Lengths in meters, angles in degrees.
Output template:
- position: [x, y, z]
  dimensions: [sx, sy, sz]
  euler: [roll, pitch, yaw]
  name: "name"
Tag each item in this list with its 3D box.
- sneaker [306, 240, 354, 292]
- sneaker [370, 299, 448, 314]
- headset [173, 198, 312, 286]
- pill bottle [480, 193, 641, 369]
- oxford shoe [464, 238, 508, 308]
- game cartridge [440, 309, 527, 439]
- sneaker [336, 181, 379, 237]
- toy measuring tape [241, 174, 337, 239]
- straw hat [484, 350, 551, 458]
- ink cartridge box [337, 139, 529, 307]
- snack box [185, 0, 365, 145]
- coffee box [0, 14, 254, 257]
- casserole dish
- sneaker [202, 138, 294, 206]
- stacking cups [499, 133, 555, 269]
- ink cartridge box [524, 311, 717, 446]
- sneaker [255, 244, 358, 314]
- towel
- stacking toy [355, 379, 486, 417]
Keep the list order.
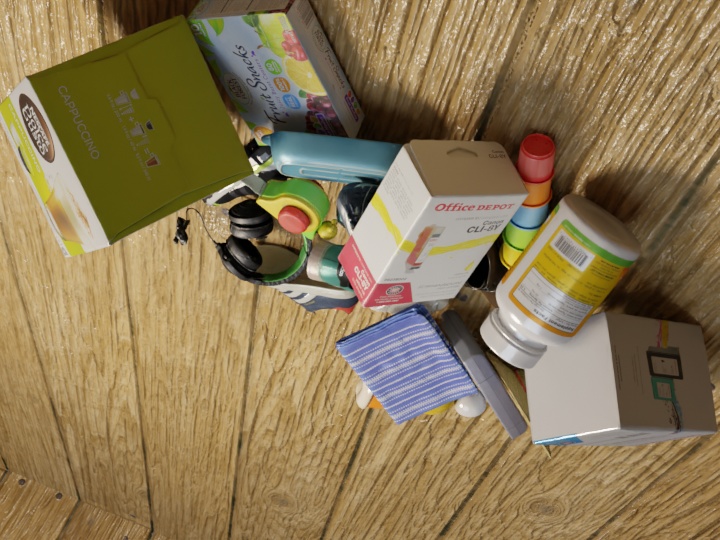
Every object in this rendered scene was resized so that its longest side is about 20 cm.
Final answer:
- position: [0.000, 0.000, 1.374]
  dimensions: [0.079, 0.072, 0.200]
  euler: [18, -173, 20]
  name: "sneaker"
- position: [0.090, 0.016, 1.429]
  dimensions: [0.099, 0.078, 0.200]
  euler: [22, 157, -12]
  name: "sneaker"
- position: [-0.165, -0.041, 1.438]
  dimensions: [0.199, 0.094, 0.124]
  euler: [15, 114, -14]
  name: "headset"
- position: [0.232, 0.018, 1.208]
  dimensions: [0.111, 0.111, 0.201]
  euler: [30, 114, -10]
  name: "pill bottle"
- position: [0.162, 0.002, 1.339]
  dimensions: [0.072, 0.085, 0.200]
  euler: [-2, 142, 32]
  name: "oxford shoe"
- position: [0.188, 0.161, 1.518]
  dimensions: [0.040, 0.134, 0.200]
  euler: [-30, 128, 6]
  name: "game cartridge"
- position: [-0.002, -0.069, 1.302]
  dimensions: [0.086, 0.078, 0.200]
  euler: [24, 176, 22]
  name: "sneaker"
- position: [-0.103, -0.106, 1.280]
  dimensions: [0.200, 0.074, 0.073]
  euler: [38, 146, -17]
  name: "toy measuring tape"
- position: [0.271, 0.180, 1.519]
  dimensions: [0.085, 0.201, 0.201]
  euler: [-33, 130, 3]
  name: "straw hat"
- position: [0.083, -0.053, 1.187]
  dimensions: [0.144, 0.084, 0.200]
  euler: [-4, 143, -32]
  name: "ink cartridge box"
- position: [-0.097, -0.235, 1.189]
  dimensions: [0.141, 0.053, 0.200]
  euler: [4, 143, 31]
  name: "snack box"
- position: [-0.280, -0.153, 1.187]
  dimensions: [0.197, 0.199, 0.201]
  euler: [-5, 111, 60]
  name: "coffee box"
- position: [-0.024, -0.133, 1.229]
  dimensions: [0.198, 0.039, 0.121]
  euler: [6, 175, -4]
  name: "casserole dish"
- position: [-0.143, -0.120, 1.369]
  dimensions: [0.083, 0.072, 0.200]
  euler: [37, 146, -22]
  name: "sneaker"
- position: [0.202, -0.077, 1.214]
  dimensions: [0.060, 0.061, 0.201]
  euler: [15, 147, 14]
  name: "stacking cups"
- position: [0.335, 0.147, 1.307]
  dimensions: [0.199, 0.147, 0.146]
  euler: [9, 160, -36]
  name: "ink cartridge box"
- position: [-0.096, 0.023, 1.544]
  dimensions: [0.199, 0.075, 0.085]
  euler: [16, 143, 13]
  name: "sneaker"
- position: [0.070, 0.142, 1.471]
  dimensions: [0.144, 0.024, 0.200]
  euler: [-25, 126, 16]
  name: "towel"
- position: [0.103, 0.178, 1.581]
  dimensions: [0.199, 0.147, 0.146]
  euler: [23, 148, -3]
  name: "stacking toy"
